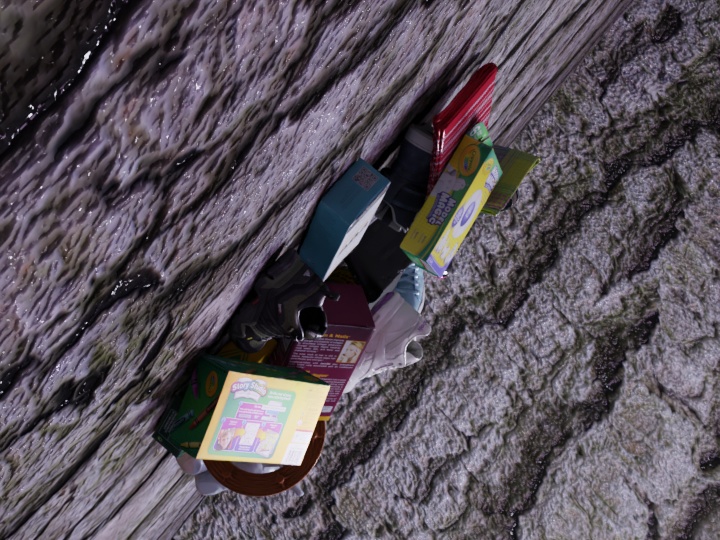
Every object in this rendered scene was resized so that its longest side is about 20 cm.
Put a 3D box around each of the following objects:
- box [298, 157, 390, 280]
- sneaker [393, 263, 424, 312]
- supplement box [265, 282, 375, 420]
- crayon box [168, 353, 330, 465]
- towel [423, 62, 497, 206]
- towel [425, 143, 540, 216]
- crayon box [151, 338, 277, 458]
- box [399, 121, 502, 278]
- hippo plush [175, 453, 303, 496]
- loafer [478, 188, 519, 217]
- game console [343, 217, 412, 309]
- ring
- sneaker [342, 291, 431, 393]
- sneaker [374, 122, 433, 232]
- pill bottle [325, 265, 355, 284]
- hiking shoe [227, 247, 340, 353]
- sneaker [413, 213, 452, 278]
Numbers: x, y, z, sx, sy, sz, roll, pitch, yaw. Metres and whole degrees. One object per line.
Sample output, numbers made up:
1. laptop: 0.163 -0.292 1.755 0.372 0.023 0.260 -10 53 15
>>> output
1. box: -0.025 -0.059 1.468 0.082 0.049 0.200 -48 175 -24
2. sneaker: 0.069 -0.016 1.868 0.082 0.074 0.200 76 15 -72
3. supplement box: -0.070 0.113 1.629 0.086 0.110 0.200 -109 -146 -42
4. crayon box: -0.138 0.181 1.497 0.200 0.058 0.119 16 97 -50
5. towel: 0.132 -0.170 1.565 0.145 0.022 0.200 -49 158 -31
6. towel: 0.147 -0.142 1.709 0.144 0.200 0.023 -52 141 -36
7. crayon box: -0.188 0.152 1.591 0.200 0.052 0.126 -47 174 -41
8. box: 0.131 -0.095 1.568 0.200 0.048 0.117 -61 162 -4
9. hippo plush: -0.194 0.262 1.914 0.161 0.200 0.159 -81 164 -54
10. loafer: 0.134 -0.105 1.740 0.063 0.200 0.072 -57 145 -47
11. game console: 0.000 0.000 1.746 0.116 0.176 0.200 -22 -169 29
12. ring: -0.153 0.246 1.793 0.200 0.200 0.019 -49 162 -13
13. sneaker: 0.027 0.124 1.686 0.200 0.100 0.075 -55 179 38
14. sneaker: 0.079 -0.130 1.643 0.146 0.077 0.202 -63 163 14
15. pill bottle: -0.036 0.055 1.882 0.113 0.113 0.200 -52 175 20
16. hiking shoe: -0.096 0.062 1.444 0.076 0.101 0.200 -46 174 -37
17. sneaker: 0.129 -0.087 1.823 0.087 0.200 0.074 -5 -177 29
